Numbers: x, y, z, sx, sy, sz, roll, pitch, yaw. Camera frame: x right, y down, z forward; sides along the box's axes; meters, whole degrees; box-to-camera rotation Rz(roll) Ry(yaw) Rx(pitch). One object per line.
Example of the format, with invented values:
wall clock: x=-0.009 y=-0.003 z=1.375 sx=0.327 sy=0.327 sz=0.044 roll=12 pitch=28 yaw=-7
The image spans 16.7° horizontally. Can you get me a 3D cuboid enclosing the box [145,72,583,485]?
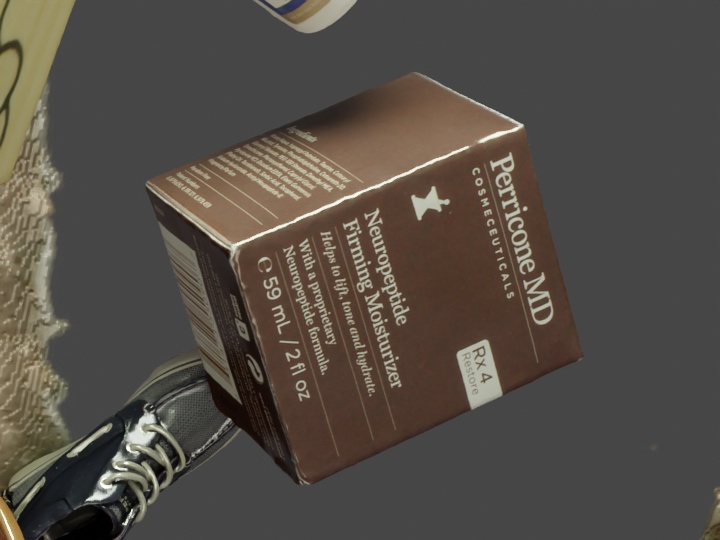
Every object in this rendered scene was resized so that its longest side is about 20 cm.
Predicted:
box: x=0.000 y=0.000 z=1.515 sx=0.200 sy=0.164 sz=0.166 roll=-23 pitch=113 yaw=-16

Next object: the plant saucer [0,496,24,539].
plant saucer: x=-0.282 y=0.217 z=1.567 sx=0.037 sy=0.200 sz=0.200 roll=13 pitch=113 yaw=-57

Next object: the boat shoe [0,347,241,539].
boat shoe: x=-0.142 y=0.129 z=1.594 sx=0.200 sy=0.093 sz=0.075 roll=-36 pitch=114 yaw=4

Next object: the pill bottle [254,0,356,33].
pill bottle: x=-0.078 y=-0.239 z=1.454 sx=0.200 sy=0.111 sz=0.111 roll=34 pitch=101 yaw=-22

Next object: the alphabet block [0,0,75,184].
alphabet block: x=-0.280 y=-0.165 z=1.365 sx=0.196 sy=0.195 sz=0.201 roll=26 pitch=105 yaw=13
